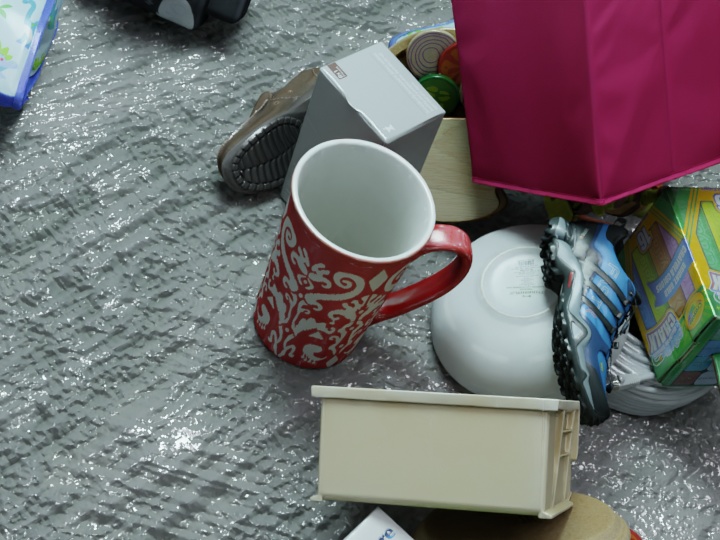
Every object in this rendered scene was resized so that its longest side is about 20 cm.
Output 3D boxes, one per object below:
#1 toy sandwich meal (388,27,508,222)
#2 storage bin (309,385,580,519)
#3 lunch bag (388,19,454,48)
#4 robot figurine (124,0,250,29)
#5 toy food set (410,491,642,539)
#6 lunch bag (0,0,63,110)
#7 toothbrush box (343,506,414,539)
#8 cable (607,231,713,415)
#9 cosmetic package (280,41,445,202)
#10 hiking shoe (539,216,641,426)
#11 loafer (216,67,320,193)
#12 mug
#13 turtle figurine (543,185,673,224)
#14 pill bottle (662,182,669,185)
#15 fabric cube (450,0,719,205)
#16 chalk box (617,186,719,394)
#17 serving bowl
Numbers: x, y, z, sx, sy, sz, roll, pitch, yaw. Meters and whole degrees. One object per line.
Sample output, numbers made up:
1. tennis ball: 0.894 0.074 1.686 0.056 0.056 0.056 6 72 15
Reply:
1. toy sandwich meal: 0.086 -0.146 1.523 0.204 0.206 0.070 24 20 -2
2. storage bin: 0.078 0.150 1.250 0.198 0.198 0.095 1 85 14
3. lunch bag: 0.131 -0.203 1.650 0.199 0.083 0.162 -16 65 -28
4. robot figurine: -0.207 -0.338 1.590 0.199 0.150 0.126 23 66 -3
5. toy food set: 0.141 0.237 1.278 0.196 0.200 0.049 -9 100 -24
6. lunch bag: -0.389 -0.246 1.454 0.169 0.128 0.201 16 42 -9
7. toothbrush box: 0.042 0.312 1.194 0.200 0.146 0.086 43 53 12
8. cable: 0.288 0.054 1.527 0.198 0.069 0.201 6 53 -18
9. cosmetic package: -0.002 -0.113 1.453 0.090 0.200 0.107 -27 68 -34
10. hiking shoe: 0.219 0.042 1.356 0.086 0.074 0.202 -3 71 -4
11. loafer: -0.085 -0.147 1.545 0.071 0.073 0.200 16 42 37
12. mug: -0.007 0.006 1.365 0.177 0.200 0.134 32 50 4
13. turtle figurine: 0.273 -0.075 1.526 0.161 0.199 0.065 1 91 -51
14. pill bottle: 0.294 -0.180 1.671 0.110 0.111 0.201 14 52 -10
15. fabric cube: 0.227 -0.193 1.427 0.199 0.201 0.196 -20 19 -32
16. chalk box: 0.351 0.034 1.440 0.123 0.124 0.201 0 55 -22
17. serving bowl: 0.162 0.029 1.446 0.198 0.066 0.201 -6 52 8
